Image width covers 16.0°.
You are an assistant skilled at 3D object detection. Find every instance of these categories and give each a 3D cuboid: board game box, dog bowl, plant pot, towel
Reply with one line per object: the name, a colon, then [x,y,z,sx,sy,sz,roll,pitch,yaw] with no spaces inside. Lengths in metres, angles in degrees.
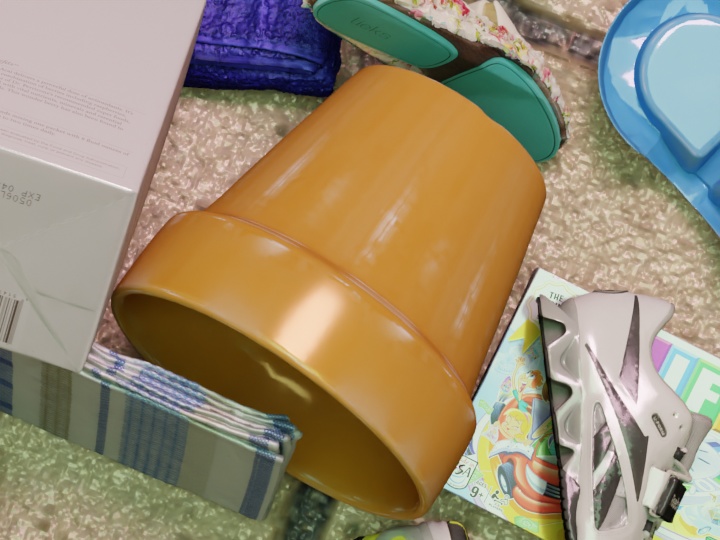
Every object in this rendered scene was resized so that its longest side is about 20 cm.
board game box: [0.157,0.103,1.421,0.199,0.034,0.135,26,87,1]
dog bowl: [0.216,-0.074,1.421,0.111,0.050,0.200,-43,88,-2]
plant pot: [0.000,0.000,1.359,0.200,0.200,0.184,34,72,1]
towel: [-0.130,0.072,1.370,0.199,0.147,0.024,23,68,2]
towel: [-0.105,-0.176,1.424,0.199,0.050,0.148,5,89,0]

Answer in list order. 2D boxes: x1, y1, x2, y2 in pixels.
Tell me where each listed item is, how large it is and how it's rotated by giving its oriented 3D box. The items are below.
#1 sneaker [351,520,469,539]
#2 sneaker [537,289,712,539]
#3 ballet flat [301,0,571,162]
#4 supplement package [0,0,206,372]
sneaker: [0.024,0.239,1.403,0.076,0.075,0.201,-1,77,7]
sneaker: [0.147,0.109,1.366,0.088,0.074,0.201,-5,88,2]
ballet flat: [0.048,-0.129,1.381,0.075,0.200,0.064,-18,53,37]
supplement package: [-0.165,-0.065,1.322,0.121,0.200,0.120,18,125,-4]
